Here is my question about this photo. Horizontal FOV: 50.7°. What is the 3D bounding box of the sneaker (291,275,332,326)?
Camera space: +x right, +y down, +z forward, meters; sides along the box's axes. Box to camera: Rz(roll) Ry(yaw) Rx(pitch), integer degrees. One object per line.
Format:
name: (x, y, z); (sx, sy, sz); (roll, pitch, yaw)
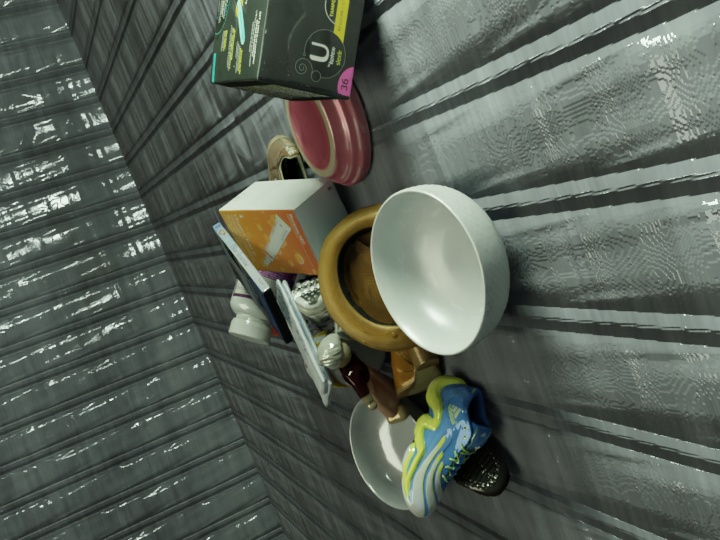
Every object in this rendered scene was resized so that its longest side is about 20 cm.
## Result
sneaker: (-0.064, 0.051, 1.211); (0.200, 0.074, 0.082); (-95, -13, -85)

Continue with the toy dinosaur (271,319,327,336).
toy dinosaur: (-0.144, 0.098, 1.532); (0.180, 0.199, 0.106); (-20, 77, 37)

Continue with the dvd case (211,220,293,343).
dvd case: (-0.184, 0.020, 1.295); (0.200, 0.017, 0.143); (47, 163, 39)

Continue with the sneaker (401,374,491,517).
sneaker: (0.121, 0.245, 1.054); (0.105, 0.075, 0.203); (-4, 71, 53)

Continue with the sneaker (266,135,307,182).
sneaker: (-0.123, -0.131, 1.330); (0.076, 0.070, 0.202); (45, 150, 53)

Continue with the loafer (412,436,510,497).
loafer: (0.159, 0.282, 1.131); (0.071, 0.073, 0.199); (42, 169, -27)

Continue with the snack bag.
snack bag: (-0.094, 0.126, 1.268); (0.190, 0.021, 0.200); (63, 168, 16)

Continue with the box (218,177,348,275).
box: (-0.119, -0.073, 1.254); (0.199, 0.097, 0.125); (3, 127, 45)

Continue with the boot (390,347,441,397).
boot: (0.070, 0.101, 1.154); (0.202, 0.070, 0.145); (97, 154, -63)

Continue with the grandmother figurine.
grandmother figurine: (0.000, 0.161, 1.182); (0.200, 0.061, 0.121); (46, -179, -39)

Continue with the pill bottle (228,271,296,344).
pill bottle: (-0.188, 0.037, 1.478); (0.112, 0.111, 0.202); (-17, 55, 68)

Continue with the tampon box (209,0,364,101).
tampon box: (-0.096, -0.300, 0.960); (0.200, 0.125, 0.152); (23, 106, 60)

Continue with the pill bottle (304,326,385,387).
pill bottle: (-0.026, 0.151, 1.348); (0.110, 0.108, 0.200); (65, 159, 0)

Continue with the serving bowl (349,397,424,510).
serving bowl: (0.070, 0.301, 1.305); (0.199, 0.065, 0.203); (16, 112, 46)

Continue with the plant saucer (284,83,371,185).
plant saucer: (-0.055, -0.217, 1.118); (0.201, 0.050, 0.202); (49, 153, 35)

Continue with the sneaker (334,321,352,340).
sneaker: (-0.005, 0.078, 1.150); (0.200, 0.080, 0.078); (39, -133, -77)

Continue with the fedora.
fedora: (0.041, 0.009, 1.031); (0.202, 0.199, 0.082); (62, -168, 10)

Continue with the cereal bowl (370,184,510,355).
cereal bowl: (0.103, -0.007, 0.897); (0.199, 0.083, 0.202); (32, 131, 44)
